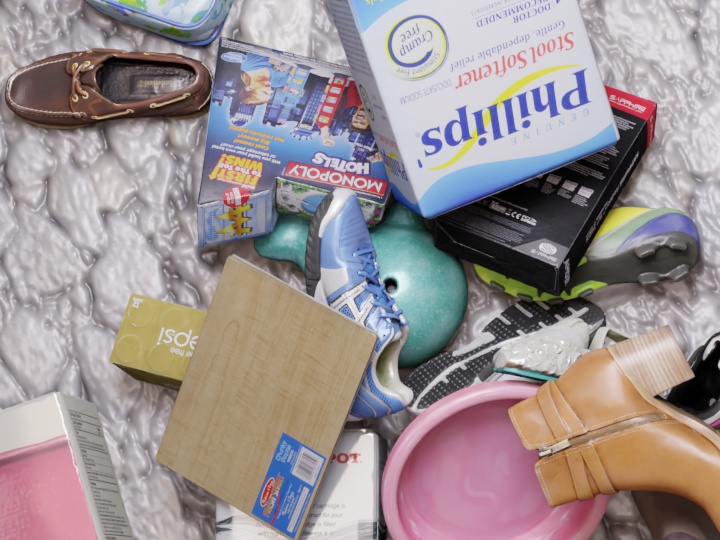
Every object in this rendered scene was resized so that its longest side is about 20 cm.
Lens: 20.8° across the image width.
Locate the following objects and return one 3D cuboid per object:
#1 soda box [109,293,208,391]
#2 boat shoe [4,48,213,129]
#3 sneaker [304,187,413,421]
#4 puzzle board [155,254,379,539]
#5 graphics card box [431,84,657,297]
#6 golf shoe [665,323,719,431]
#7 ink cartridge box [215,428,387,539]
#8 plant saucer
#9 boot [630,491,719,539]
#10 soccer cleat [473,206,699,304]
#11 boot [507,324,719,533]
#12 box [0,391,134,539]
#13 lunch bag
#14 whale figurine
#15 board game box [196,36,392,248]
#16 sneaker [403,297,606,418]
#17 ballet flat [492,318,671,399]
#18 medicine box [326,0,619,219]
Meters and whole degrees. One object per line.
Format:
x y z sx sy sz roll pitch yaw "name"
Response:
-0.116 0.080 1.730 0.199 0.064 0.068 13 76 21 "soda box"
-0.234 -0.172 1.802 0.199 0.070 0.071 -4 82 7 "boat shoe"
0.003 0.029 1.644 0.077 0.076 0.201 1 106 28 "sneaker"
-0.079 0.107 1.649 0.150 0.017 0.201 28 110 20 "puzzle board"
0.161 -0.083 1.708 0.125 0.051 0.200 22 58 19 "graphics card box"
0.328 0.075 1.676 0.072 0.092 0.200 29 68 29 "golf shoe"
-0.050 0.240 1.712 0.146 0.083 0.201 0 82 7 "ink cartridge box"
0.114 0.176 1.680 0.199 0.051 0.201 -4 117 -8 "plant saucer"
0.273 0.228 1.644 0.070 0.146 0.200 -40 80 17 "boot"
0.199 -0.019 1.737 0.199 0.084 0.065 -5 123 4 "soccer cleat"
0.223 0.161 1.594 0.154 0.074 0.201 -28 78 9 "boot"
-0.269 0.220 1.716 0.108 0.128 0.201 -19 79 4 "box"
-0.175 -0.321 1.811 0.160 0.082 0.201 19 84 8 "lunch bag"
0.000 0.000 1.732 0.200 0.104 0.159 35 87 9 "whale figurine"
-0.062 -0.098 1.728 0.199 0.062 0.200 14 53 9 "board game box"
0.130 0.090 1.732 0.199 0.080 0.074 -28 36 -10 "sneaker"
0.192 0.076 1.679 0.072 0.199 0.072 -24 58 45 "ballet flat"
0.091 -0.171 1.620 0.181 0.103 0.201 -22 104 -7 "medicine box"
